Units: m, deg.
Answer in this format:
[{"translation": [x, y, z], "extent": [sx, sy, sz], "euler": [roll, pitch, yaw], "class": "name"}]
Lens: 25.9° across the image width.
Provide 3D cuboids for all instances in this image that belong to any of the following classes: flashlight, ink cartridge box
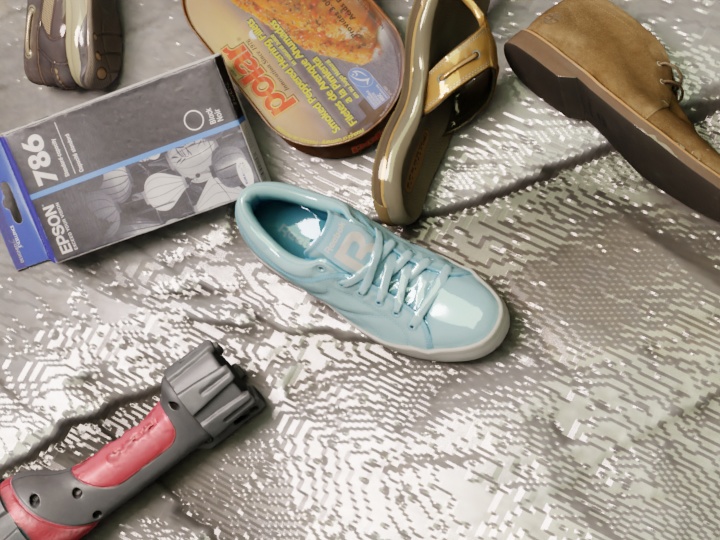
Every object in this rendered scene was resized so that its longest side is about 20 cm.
[{"translation": [-0.165, 0.122, 1.037], "extent": [0.200, 0.068, 0.068], "euler": [-39, 75, 3], "class": "flashlight"}, {"translation": [-0.172, -0.071, 1.086], "extent": [0.200, 0.039, 0.099], "euler": [-20, 101, 9], "class": "ink cartridge box"}]

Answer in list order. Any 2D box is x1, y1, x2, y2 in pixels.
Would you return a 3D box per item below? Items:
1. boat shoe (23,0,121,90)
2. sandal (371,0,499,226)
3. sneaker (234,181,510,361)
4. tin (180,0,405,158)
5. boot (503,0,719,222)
[{"translation": [-0.219, -0.227, 1.143], "extent": [0.073, 0.074, 0.200], "euler": [-6, 73, 12], "class": "boat shoe"}, {"translation": [0.060, -0.122, 1.040], "extent": [0.054, 0.080, 0.200], "euler": [14, 85, 28], "class": "sandal"}, {"translation": [0.000, 0.000, 1.021], "extent": [0.200, 0.082, 0.074], "euler": [22, 82, 18], "class": "sneaker"}, {"translation": [-0.046, -0.165, 1.102], "extent": [0.112, 0.042, 0.200], "euler": [-37, 69, -2], "class": "tin"}, {"translation": [0.188, -0.110, 1.015], "extent": [0.075, 0.074, 0.200], "euler": [-42, 67, -10], "class": "boot"}]
